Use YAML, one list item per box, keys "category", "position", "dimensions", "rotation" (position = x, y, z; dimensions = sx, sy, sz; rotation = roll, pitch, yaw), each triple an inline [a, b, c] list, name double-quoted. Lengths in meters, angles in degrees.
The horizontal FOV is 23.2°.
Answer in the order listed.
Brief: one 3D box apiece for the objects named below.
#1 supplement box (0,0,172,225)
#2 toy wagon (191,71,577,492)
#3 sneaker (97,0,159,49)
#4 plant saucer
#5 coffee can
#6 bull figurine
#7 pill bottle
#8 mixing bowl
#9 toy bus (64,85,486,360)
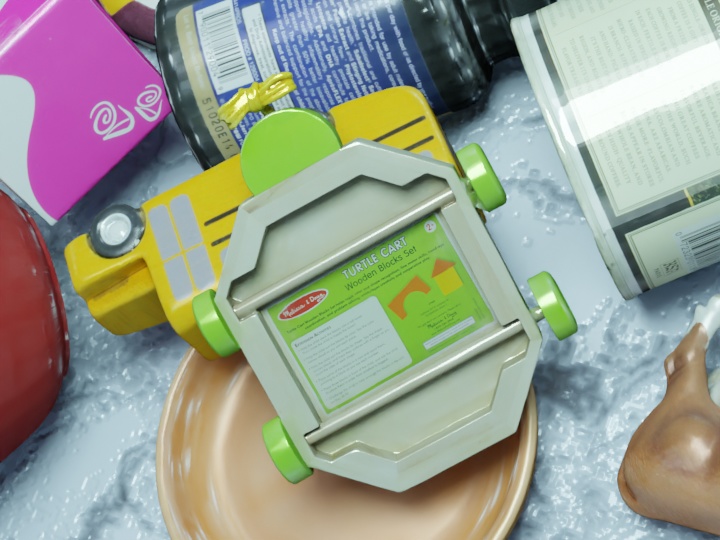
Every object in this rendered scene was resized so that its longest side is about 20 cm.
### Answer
- category: "supplement box"
  position: [-0.197, -0.129, 0.963]
  dimensions: [0.101, 0.103, 0.200]
  rotation: [-43, 41, -1]
- category: "toy wagon"
  position: [0.000, 0.000, 0.816]
  dimensions: [0.155, 0.040, 0.201]
  rotation: [-28, 96, 7]
- category: "sneaker"
  position: [-0.153, -0.204, 1.016]
  dimensions: [0.075, 0.090, 0.200]
  rotation: [-45, 62, -2]
- category: "plant saucer"
  position: [-0.006, 0.087, 0.881]
  dimensions: [0.199, 0.037, 0.201]
  rotation: [-7, 68, 17]
- category: "coffee can"
  position: [0.188, -0.090, 0.820]
  dimensions: [0.199, 0.146, 0.147]
  rotation: [-22, 64, 10]
- category: "bull figurine"
  position: [0.211, 0.088, 0.779]
  dimensions: [0.199, 0.065, 0.122]
  rotation: [15, 69, 32]
- category: "pill bottle"
  position: [0.001, -0.125, 0.919]
  dimensions: [0.199, 0.112, 0.112]
  rotation: [-18, 65, 12]
- category: "mixing bowl"
  position: [-0.218, 0.025, 0.912]
  dimensions: [0.108, 0.201, 0.201]
  rotation: [-15, 60, -23]
- category: "toy bus"
  position: [-0.044, -0.018, 0.879]
  dimensions: [0.199, 0.065, 0.079]
  rotation: [-26, 63, 7]
